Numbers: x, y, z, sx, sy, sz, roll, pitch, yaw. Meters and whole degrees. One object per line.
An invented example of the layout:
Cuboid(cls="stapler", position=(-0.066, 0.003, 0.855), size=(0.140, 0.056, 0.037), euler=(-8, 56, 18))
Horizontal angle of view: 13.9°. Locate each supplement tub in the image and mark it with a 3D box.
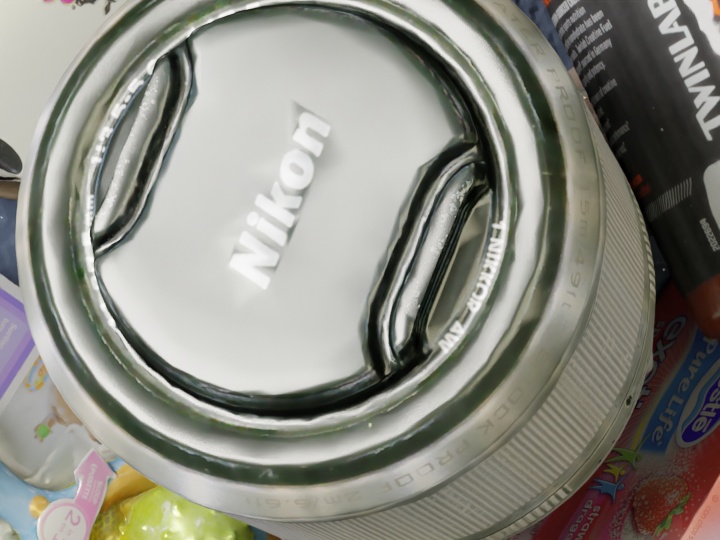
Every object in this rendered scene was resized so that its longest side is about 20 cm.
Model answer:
Cuboid(cls="supplement tub", position=(0.112, -0.086, 0.904), size=(0.107, 0.107, 0.200), euler=(-22, 83, -25))

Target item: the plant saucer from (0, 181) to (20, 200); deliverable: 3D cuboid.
Cuboid(cls="plant saucer", position=(-0.098, -0.121, 0.918), size=(0.200, 0.029, 0.201), euler=(0, 91, -28))

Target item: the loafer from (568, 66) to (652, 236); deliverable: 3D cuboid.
Cuboid(cls="loafer", position=(0.097, -0.050, 0.990), size=(0.200, 0.072, 0.063), euler=(-27, 75, -4))

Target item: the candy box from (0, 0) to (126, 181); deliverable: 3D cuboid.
Cuboid(cls="candy box", position=(-0.147, -0.135, 0.843), size=(0.200, 0.061, 0.137), euler=(37, 75, -22))

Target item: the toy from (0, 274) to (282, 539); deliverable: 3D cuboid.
Cuboid(cls="toy", position=(-0.073, 0.096, 0.924), size=(0.200, 0.047, 0.115), euler=(36, 77, -22))

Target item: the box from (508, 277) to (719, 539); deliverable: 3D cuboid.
Cuboid(cls="box", position=(0.148, 0.055, 1.006), size=(0.095, 0.103, 0.200), euler=(40, 73, -22))

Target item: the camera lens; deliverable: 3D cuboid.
Cuboid(cls="camera lens", position=(0.000, 0.000, 0.850), size=(0.160, 0.200, 0.160), euler=(-2, 79, 12))
